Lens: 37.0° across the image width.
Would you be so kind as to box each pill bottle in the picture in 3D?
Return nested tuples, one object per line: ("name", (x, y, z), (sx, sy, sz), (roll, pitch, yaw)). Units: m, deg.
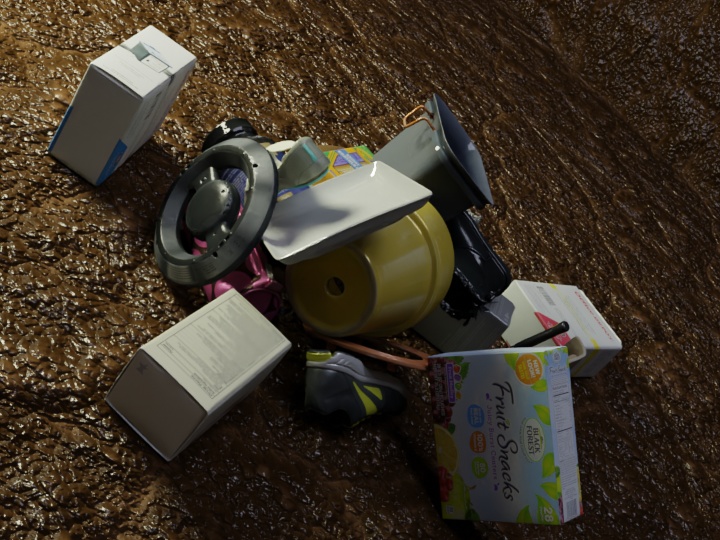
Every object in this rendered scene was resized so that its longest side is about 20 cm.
("pill bottle", (-0.141, -0.117, 1.525), (0.111, 0.112, 0.201), (-4, 50, -52))

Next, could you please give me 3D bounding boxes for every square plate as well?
("square plate", (-0.031, -0.068, 1.300), (0.029, 0.196, 0.200), (70, -11, -22))

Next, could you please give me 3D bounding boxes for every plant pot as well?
("plant pot", (0.000, 0.000, 1.388), (0.201, 0.201, 0.189), (43, 26, 8))

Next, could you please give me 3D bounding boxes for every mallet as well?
("mallet", (0.212, 0.116, 1.533), (0.066, 0.199, 0.042), (-7, 72, -65))

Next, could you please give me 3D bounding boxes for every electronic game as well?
("electronic game", (-0.180, -0.073, 1.325), (0.042, 0.199, 0.201), (36, 22, -44))

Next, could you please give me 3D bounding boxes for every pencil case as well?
("pencil case", (-0.163, -0.018, 1.373), (0.090, 0.094, 0.201), (10, 39, -42))

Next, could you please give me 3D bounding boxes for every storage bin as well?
("storage bin", (0.087, -0.143, 1.519), (0.146, 0.134, 0.201), (49, 17, -26))

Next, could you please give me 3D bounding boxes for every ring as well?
("ring", (0.018, 0.104, 1.404), (0.198, 0.019, 0.200), (16, 3, -1))

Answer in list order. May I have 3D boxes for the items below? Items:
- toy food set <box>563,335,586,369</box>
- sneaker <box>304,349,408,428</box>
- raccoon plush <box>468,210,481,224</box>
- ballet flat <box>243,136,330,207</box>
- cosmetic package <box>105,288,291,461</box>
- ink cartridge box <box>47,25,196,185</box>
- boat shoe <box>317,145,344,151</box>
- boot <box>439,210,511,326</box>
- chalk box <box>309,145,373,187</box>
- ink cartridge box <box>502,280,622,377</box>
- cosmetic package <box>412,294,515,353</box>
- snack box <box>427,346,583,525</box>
("toy food set", (0.227, 0.154, 1.537), (0.061, 0.144, 0.199), (52, 31, 18))
("sneaker", (-0.012, 0.158, 1.338), (0.074, 0.086, 0.199), (5, -17, 38))
("raccoon plush", (0.157, -0.031, 1.829), (0.134, 0.096, 0.203), (23, 59, -53))
("ballet flat", (-0.106, -0.127, 1.367), (0.067, 0.199, 0.064), (-46, 105, -30))
("cosmetic package", (-0.173, 0.109, 1.182), (0.103, 0.087, 0.200), (44, 27, 6))
("ink cartridge box", (-0.313, -0.223, 1.433), (0.085, 0.147, 0.200), (33, 28, -6))
("boat shoe", (-0.004, -0.143, 1.780), (0.198, 0.072, 0.072), (20, 45, 7))
("boot", (0.125, -0.019, 1.524), (0.199, 0.073, 0.162), (49, 29, 9))
("chalk box", (-0.014, -0.102, 1.643), (0.124, 0.125, 0.199), (47, 30, 16))
("ink cartridge box", (0.327, 0.100, 1.802), (0.199, 0.084, 0.146), (5, 43, -46))
("cosmetic package", (0.122, 0.043, 1.617), (0.200, 0.107, 0.090), (40, 27, -2))
("snack box", (0.173, 0.197, 1.297), (0.067, 0.167, 0.203), (-5, 90, -52))
